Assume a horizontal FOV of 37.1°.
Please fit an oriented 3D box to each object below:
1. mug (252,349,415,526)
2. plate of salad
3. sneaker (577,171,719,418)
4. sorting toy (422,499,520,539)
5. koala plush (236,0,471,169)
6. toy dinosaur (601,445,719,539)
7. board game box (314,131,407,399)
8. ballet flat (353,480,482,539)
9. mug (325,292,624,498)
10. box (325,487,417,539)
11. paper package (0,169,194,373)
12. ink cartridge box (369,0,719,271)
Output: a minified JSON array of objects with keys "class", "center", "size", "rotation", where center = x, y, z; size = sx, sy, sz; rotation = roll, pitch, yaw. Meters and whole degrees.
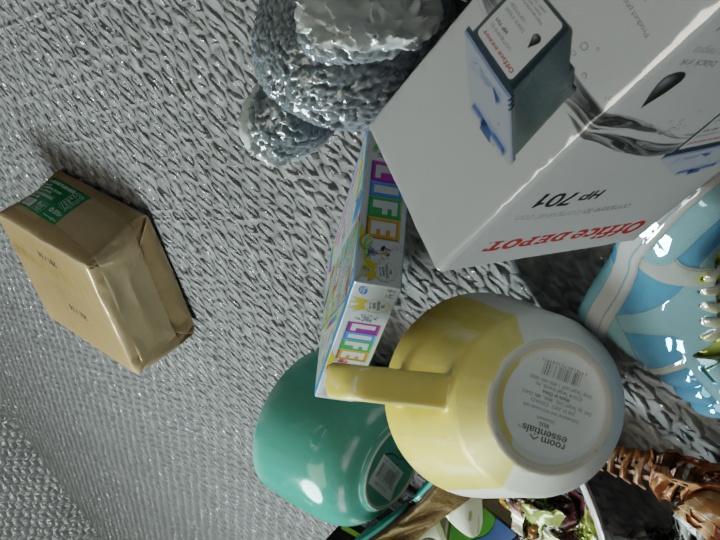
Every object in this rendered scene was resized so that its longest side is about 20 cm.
[{"class":"mug","center":[-0.001,0.161,1.035],"size":[0.114,0.184,0.154],"rotation":[22,119,36]},{"class":"plate of salad","center":[0.151,0.207,0.891],"size":[0.200,0.048,0.202],"rotation":[164,90,-76]},{"class":"sneaker","center":[0.207,0.012,0.604],"size":[0.130,0.079,0.200],"rotation":[42,161,15]},{"class":"sorting toy","center":[0.117,0.305,0.987],"size":[0.185,0.201,0.036],"rotation":[36,177,22]},{"class":"koala plush","center":[0.025,-0.138,0.536],"size":[0.184,0.200,0.177],"rotation":[50,152,-5]},{"class":"toy dinosaur","center":[0.250,0.180,0.763],"size":[0.200,0.101,0.137],"rotation":[46,134,32]},{"class":"board game box","center":[0.000,0.000,0.828],"size":[0.034,0.136,0.200],"rotation":[8,151,-6]},{"class":"ballet flat","center":[0.064,0.229,0.973],"size":[0.072,0.200,0.068],"rotation":[45,-167,6]},{"class":"mug","center":[0.087,0.095,0.720],"size":[0.151,0.185,0.153],"rotation":[65,169,-1]},{"class":"box","center":[0.040,0.327,1.114],"size":[0.199,0.193,0.048],"rotation":[19,143,41]},{"class":"paper package","center":[-0.322,-0.001,1.314],"size":[0.199,0.103,0.192],"rotation":[25,143,38]},{"class":"ink cartridge box","center":[0.119,-0.091,0.452],"size":[0.200,0.145,0.086],"rotation":[-48,61,45]}]
